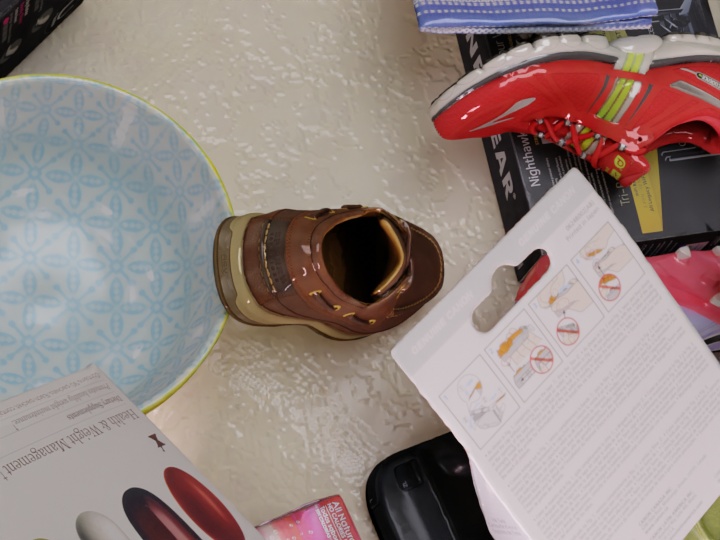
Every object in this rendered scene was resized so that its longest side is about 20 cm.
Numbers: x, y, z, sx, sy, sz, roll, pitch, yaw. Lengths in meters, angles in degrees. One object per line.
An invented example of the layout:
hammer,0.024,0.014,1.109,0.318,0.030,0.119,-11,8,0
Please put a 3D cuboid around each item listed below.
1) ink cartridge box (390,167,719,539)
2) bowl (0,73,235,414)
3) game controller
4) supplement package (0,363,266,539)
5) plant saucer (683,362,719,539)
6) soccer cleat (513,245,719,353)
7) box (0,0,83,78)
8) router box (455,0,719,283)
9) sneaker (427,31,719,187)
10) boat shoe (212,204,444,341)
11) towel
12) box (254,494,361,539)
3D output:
ink cartridge box,0.116,0.071,1.007,0.160,0.047,0.200,-44,105,-23
bowl,-0.170,0.006,0.993,0.198,0.108,0.202,5,69,-12
game controller,0.080,0.186,1.032,0.104,0.042,0.201,-15,74,-33
supplement package,-0.136,0.177,0.814,0.200,0.147,0.191,44,23,10
plant saucer,0.217,0.145,1.080,0.198,0.031,0.202,4,69,-12
soccer cleat,0.178,0.028,1.104,0.199,0.077,0.067,6,45,-30
box,-0.257,-0.152,1.031,0.122,0.106,0.200,41,65,1
router box,0.154,-0.102,1.144,0.156,0.052,0.202,-7,72,-16
sneaker,0.139,-0.090,1.069,0.198,0.077,0.086,-7,77,-14
boat shoe,0.000,0.000,1.007,0.200,0.067,0.073,2,80,-60
towel,0.093,-0.226,1.092,0.144,0.024,0.201,-3,59,-7
box,-0.020,0.232,0.950,0.095,0.100,0.201,-20,75,-20
